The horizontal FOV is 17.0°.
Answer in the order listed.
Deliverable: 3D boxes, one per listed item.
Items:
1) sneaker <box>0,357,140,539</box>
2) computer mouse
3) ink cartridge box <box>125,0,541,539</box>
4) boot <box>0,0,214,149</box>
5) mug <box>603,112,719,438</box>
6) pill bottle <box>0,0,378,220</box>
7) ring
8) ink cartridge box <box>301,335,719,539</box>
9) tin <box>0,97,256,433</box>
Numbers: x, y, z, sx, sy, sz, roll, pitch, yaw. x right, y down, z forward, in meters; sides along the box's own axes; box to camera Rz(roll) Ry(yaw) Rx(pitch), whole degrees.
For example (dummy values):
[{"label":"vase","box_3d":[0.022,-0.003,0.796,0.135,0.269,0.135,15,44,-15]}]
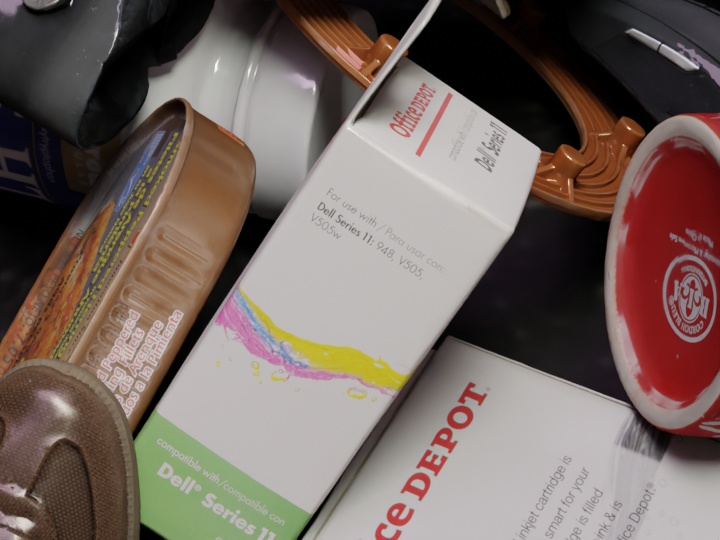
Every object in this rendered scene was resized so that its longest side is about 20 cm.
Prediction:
[{"label":"sneaker","box_3d":[-0.126,0.128,0.774,0.070,0.076,0.201,18,96,10]},{"label":"computer mouse","box_3d":[0.109,-0.102,0.981,0.140,0.046,0.200,7,35,-47]},{"label":"ink cartridge box","box_3d":[0.000,0.000,0.826,0.067,0.200,0.117,34,19,-2]},{"label":"boot","box_3d":[-0.176,-0.091,0.902,0.199,0.066,0.165,26,77,13]},{"label":"mug","box_3d":[0.189,0.013,0.859,0.199,0.178,0.134,2,71,-21]},{"label":"pill bottle","box_3d":[-0.100,-0.082,0.980,0.199,0.120,0.120,13,53,15]},{"label":"ring","box_3d":[0.040,-0.092,0.960,0.200,0.019,0.201,31,24,-16]},{"label":"ink cartridge box","box_3d":[0.084,0.129,0.819,0.199,0.083,0.147,21,54,20]},{"label":"tin","box_3d":[-0.101,0.031,0.874,0.042,0.112,0.200,31,82,-14]}]
